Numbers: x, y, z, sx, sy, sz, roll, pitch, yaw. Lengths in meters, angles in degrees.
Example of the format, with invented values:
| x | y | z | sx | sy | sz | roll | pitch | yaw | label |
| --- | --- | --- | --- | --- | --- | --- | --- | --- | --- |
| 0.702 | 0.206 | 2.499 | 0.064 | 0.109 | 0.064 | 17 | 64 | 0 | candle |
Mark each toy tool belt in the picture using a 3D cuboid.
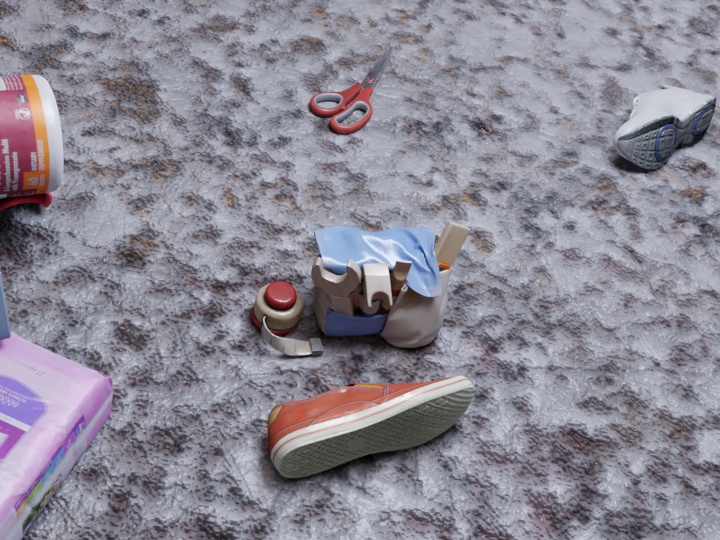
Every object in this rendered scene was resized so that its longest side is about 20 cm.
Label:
| x | y | z | sx | sy | sz | roll | pitch | yaw | label |
| --- | --- | --- | --- | --- | --- | --- | --- | --- | --- |
| 0.000 | 0.000 | 0.972 | 0.198 | 0.123 | 0.125 | -3 | 47 | -18 | toy tool belt |

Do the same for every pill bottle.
| x | y | z | sx | sy | sz | roll | pitch | yaw | label |
| --- | --- | --- | --- | --- | --- | --- | --- | --- | --- |
| -0.375 | -0.114 | 0.910 | 0.198 | 0.110 | 0.110 | -9 | 50 | -26 | pill bottle |

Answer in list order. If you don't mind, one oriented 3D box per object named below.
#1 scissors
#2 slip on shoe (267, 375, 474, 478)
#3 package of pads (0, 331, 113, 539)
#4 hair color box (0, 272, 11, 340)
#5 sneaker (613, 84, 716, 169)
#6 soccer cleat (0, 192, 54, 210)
| x | y | z | sx | sy | sz | roll | pitch | yaw | label |
| --- | --- | --- | --- | --- | --- | --- | --- | --- | --- |
| 0.012 | -0.226 | 1.276 | 0.073 | 0.014 | 0.200 | 32 | 46 | 18 | scissors |
| 0.010 | 0.123 | 0.896 | 0.198 | 0.074 | 0.061 | -13 | 48 | -20 | slip on shoe |
| -0.291 | 0.141 | 0.785 | 0.120 | 0.076 | 0.201 | 20 | 44 | 9 | package of pads |
| -0.367 | 0.004 | 0.851 | 0.098 | 0.061 | 0.200 | -14 | 26 | -28 | hair color box |
| 0.377 | -0.188 | 1.315 | 0.087 | 0.075 | 0.199 | 32 | 39 | 32 | sneaker |
| -0.396 | -0.082 | 0.982 | 0.199 | 0.067 | 0.077 | -12 | 56 | -29 | soccer cleat |
